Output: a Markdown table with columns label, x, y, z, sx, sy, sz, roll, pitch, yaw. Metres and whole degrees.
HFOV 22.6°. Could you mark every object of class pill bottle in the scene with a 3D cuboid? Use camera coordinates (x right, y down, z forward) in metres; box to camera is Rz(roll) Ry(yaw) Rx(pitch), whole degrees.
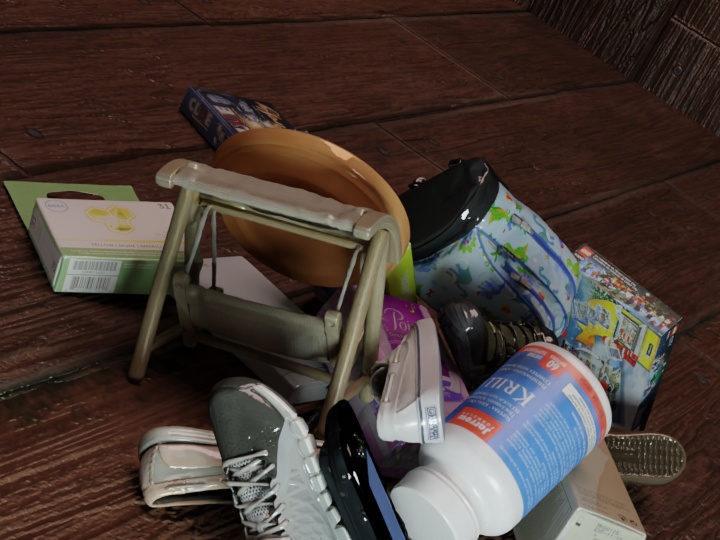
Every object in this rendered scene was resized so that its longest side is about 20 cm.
| label | x | y | z | sx | sy | sz | roll | pitch | yaw |
| --- | --- | --- | --- | --- | --- | --- | --- | --- | --- |
| pill bottle | 0.122 | 0.163 | 1.598 | 0.112 | 0.113 | 0.200 | 37 | 58 | 22 |

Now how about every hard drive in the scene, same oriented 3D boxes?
| label | x | y | z | sx | sy | sz | roll | pitch | yaw |
| --- | --- | --- | --- | --- | --- | --- | --- | --- | --- |
| hard drive | -0.095 | 0.056 | 1.783 | 0.200 | 0.027 | 0.131 | 40 | 24 | 27 |

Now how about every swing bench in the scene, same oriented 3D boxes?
| label | x | y | z | sx | sy | sz | roll | pitch | yaw |
| --- | --- | --- | --- | --- | --- | --- | --- | --- | --- |
| swing bench | -0.079 | 0.013 | 1.593 | 0.197 | 0.202 | 0.130 | 16 | 17 | 16 |

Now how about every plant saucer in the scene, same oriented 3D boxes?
| label | x | y | z | sx | sy | sz | roll | pitch | yaw |
| --- | --- | --- | --- | --- | --- | --- | --- | --- | --- |
| plant saucer | -0.052 | -0.049 | 1.660 | 0.199 | 0.200 | 0.038 | 28 | 56 | -4 |

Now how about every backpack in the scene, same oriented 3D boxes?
| label | x | y | z | sx | sy | sz | roll | pitch | yaw |
| --- | --- | --- | --- | --- | --- | --- | --- | --- | --- |
| backpack | 0.135 | -0.003 | 1.862 | 0.199 | 0.162 | 0.155 | 29 | 55 | -34 |

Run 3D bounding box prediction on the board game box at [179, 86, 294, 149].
| label | x | y | z | sx | sy | sz | roll | pitch | yaw |
| --- | --- | --- | --- | --- | --- | --- | --- | --- | --- |
| board game box | -0.118 | -0.150 | 2.205 | 0.135 | 0.035 | 0.200 | 7 | 30 | -44 |

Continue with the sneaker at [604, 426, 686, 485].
| label | x | y | z | sx | sy | sz | roll | pitch | yaw |
| --- | --- | --- | --- | --- | --- | --- | --- | --- | --- |
| sneaker | 0.232 | 0.189 | 1.864 | 0.198 | 0.071 | 0.076 | 13 | -16 | -7 |

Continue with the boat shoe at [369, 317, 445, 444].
| label | x | y | z | sx | sy | sz | roll | pitch | yaw |
| --- | --- | --- | --- | --- | --- | --- | --- | --- | --- |
| boat shoe | 0.040 | 0.095 | 1.596 | 0.065 | 0.074 | 0.200 | -6 | 14 | 3 |

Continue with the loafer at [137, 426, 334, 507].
| label | x | y | z | sx | sy | sz | roll | pitch | yaw |
| --- | --- | --- | --- | --- | --- | --- | --- | --- | --- |
| loafer | -0.084 | 0.175 | 1.467 | 0.198 | 0.072 | 0.063 | 9 | 51 | -15 |

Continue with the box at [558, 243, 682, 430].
| label | x | y | z | sx | sy | sz | roll | pitch | yaw |
| --- | --- | --- | --- | --- | --- | --- | --- | --- | --- |
| box | 0.265 | 0.084 | 1.953 | 0.038 | 0.201 | 0.136 | -34 | 61 | -30 |

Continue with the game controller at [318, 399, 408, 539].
| label | x | y | z | sx | sy | sz | roll | pitch | yaw |
| --- | --- | --- | --- | --- | --- | --- | --- | --- | --- |
| game controller | 0.017 | 0.201 | 1.428 | 0.105 | 0.042 | 0.202 | -77 | 148 | -63 |

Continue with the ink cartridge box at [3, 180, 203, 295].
| label | x | y | z | sx | sy | sz | roll | pitch | yaw |
| --- | --- | --- | --- | --- | --- | --- | --- | --- | --- |
| ink cartridge box | -0.253 | -0.049 | 1.759 | 0.144 | 0.048 | 0.200 | 2 | 35 | -29 |

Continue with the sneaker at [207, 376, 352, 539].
| label | x | y | z | sx | sy | sz | roll | pitch | yaw |
| --- | --- | --- | --- | --- | --- | --- | --- | --- | --- |
| sneaker | -0.071 | 0.186 | 1.373 | 0.201 | 0.075 | 0.116 | 61 | 31 | -10 |

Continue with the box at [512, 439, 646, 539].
| label | x | y | z | sx | sy | sz | roll | pitch | yaw |
| --- | --- | --- | --- | --- | --- | --- | --- | --- | --- |
| box | 0.192 | 0.213 | 1.701 | 0.077 | 0.095 | 0.201 | 23 | 23 | -18 |

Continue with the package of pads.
| label | x | y | z | sx | sy | sz | roll | pitch | yaw |
| --- | --- | --- | --- | --- | --- | --- | --- | --- | --- |
| package of pads | 0.039 | 0.112 | 1.718 | 0.120 | 0.076 | 0.201 | 18 | 34 | -38 |

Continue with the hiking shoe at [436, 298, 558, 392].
| label | x | y | z | sx | sy | sz | roll | pitch | yaw |
| --- | --- | --- | --- | --- | --- | --- | --- | --- | --- |
| hiking shoe | 0.141 | 0.071 | 1.784 | 0.076 | 0.100 | 0.200 | 66 | 5 | 30 |

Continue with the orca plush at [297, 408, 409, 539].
| label | x | y | z | sx | sy | sz | roll | pitch | yaw |
| --- | --- | --- | --- | --- | --- | --- | --- | --- | --- |
| orca plush | -0.007 | 0.175 | 1.563 | 0.104 | 0.072 | 0.200 | 17 | 24 | -29 |

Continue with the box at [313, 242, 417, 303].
| label | x | y | z | sx | sy | sz | roll | pitch | yaw |
| --- | --- | --- | --- | --- | --- | --- | --- | --- | --- |
| box | 0.000 | 0.000 | 1.840 | 0.122 | 0.048 | 0.200 | 37 | -18 | 19 |

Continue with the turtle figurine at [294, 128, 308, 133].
| label | x | y | z | sx | sy | sz | roll | pitch | yaw |
| --- | --- | --- | --- | --- | --- | --- | --- | --- | --- |
| turtle figurine | -0.051 | -0.057 | 2.003 | 0.200 | 0.100 | 0.150 | 44 | -15 | 31 |
